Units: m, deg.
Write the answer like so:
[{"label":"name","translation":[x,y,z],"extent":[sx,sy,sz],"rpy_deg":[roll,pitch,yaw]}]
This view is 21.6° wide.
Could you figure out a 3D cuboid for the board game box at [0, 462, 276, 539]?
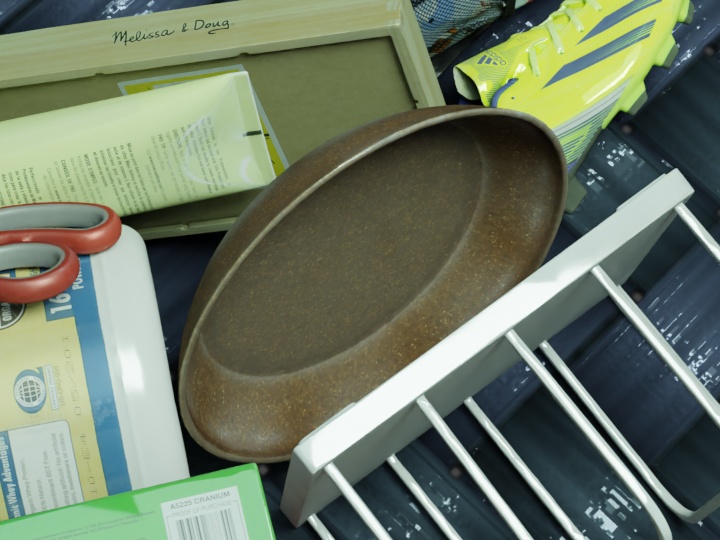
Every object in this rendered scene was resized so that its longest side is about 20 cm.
[{"label":"board game box","translation":[-0.108,0.137,0.749],"extent":[0.153,0.200,0.040],"rpy_deg":[-12,70,-7]}]

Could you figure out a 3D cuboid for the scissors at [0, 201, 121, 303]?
[{"label":"scissors","translation":[-0.198,-0.005,0.773],"extent":[0.200,0.014,0.073],"rpy_deg":[-3,30,12]}]

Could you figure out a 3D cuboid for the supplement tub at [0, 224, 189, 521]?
[{"label":"supplement tub","translation":[-0.178,0.066,0.800],"extent":[0.200,0.145,0.145],"rpy_deg":[-11,71,-7]}]

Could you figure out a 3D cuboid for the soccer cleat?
[{"label":"soccer cleat","translation":[0.093,-0.094,0.907],"extent":[0.084,0.065,0.200],"rpy_deg":[34,74,-4]}]

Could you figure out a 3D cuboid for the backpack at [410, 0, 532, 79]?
[{"label":"backpack","translation":[0.033,-0.205,0.910],"extent":[0.190,0.154,0.200],"rpy_deg":[-26,70,-22]}]

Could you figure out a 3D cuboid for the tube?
[{"label":"tube","translation":[-0.139,-0.041,0.812],"extent":[0.200,0.058,0.052],"rpy_deg":[-11,96,2]}]

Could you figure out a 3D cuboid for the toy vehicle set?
[{"label":"toy vehicle set","translation":[-0.064,-0.065,0.836],"extent":[0.200,0.124,0.027],"rpy_deg":[-6,55,12]}]

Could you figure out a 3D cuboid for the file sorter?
[{"label":"file sorter","translation":[0.083,0.079,0.812],"extent":[0.200,0.139,0.125],"rpy_deg":[-35,79,-13]}]

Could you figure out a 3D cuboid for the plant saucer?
[{"label":"plant saucer","translation":[0.000,0.000,0.810],"extent":[0.200,0.200,0.037],"rpy_deg":[-33,60,-13]}]
